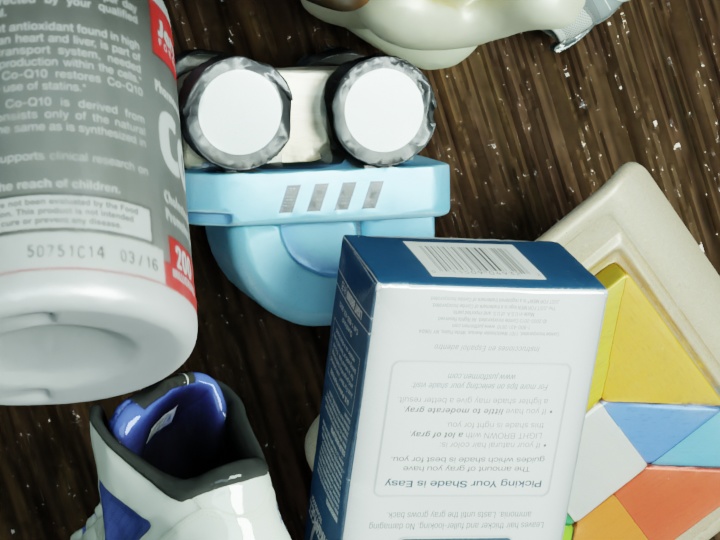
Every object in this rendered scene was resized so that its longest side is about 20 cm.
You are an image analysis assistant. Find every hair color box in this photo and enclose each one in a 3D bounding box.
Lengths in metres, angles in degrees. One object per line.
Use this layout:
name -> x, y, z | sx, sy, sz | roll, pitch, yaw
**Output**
hair color box -> 0.032, 0.089, 0.702 | 0.099, 0.061, 0.202 | 2, 110, -16

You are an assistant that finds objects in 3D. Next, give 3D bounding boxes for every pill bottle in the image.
pill bottle -> -0.128, -0.058, 0.673 | 0.113, 0.114, 0.202 | -6, 67, -4

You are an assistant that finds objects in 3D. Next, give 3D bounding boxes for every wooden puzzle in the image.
wooden puzzle -> 0.100, 0.079, 0.765 | 0.200, 0.037, 0.185 | -41, 115, -2

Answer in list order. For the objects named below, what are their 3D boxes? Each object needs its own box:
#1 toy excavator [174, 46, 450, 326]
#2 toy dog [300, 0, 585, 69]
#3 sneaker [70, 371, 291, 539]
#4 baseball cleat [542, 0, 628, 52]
toy excavator -> 0.000, 0.000, 0.770 | 0.193, 0.100, 0.202 | -2, 100, -16
toy dog -> 0.007, -0.163, 0.649 | 0.193, 0.200, 0.140 | 24, 97, -9
sneaker -> -0.081, 0.104, 0.719 | 0.080, 0.199, 0.116 | -12, 89, -32
baseball cleat -> 0.051, -0.193, 0.775 | 0.106, 0.070, 0.200 | -39, 93, -4
